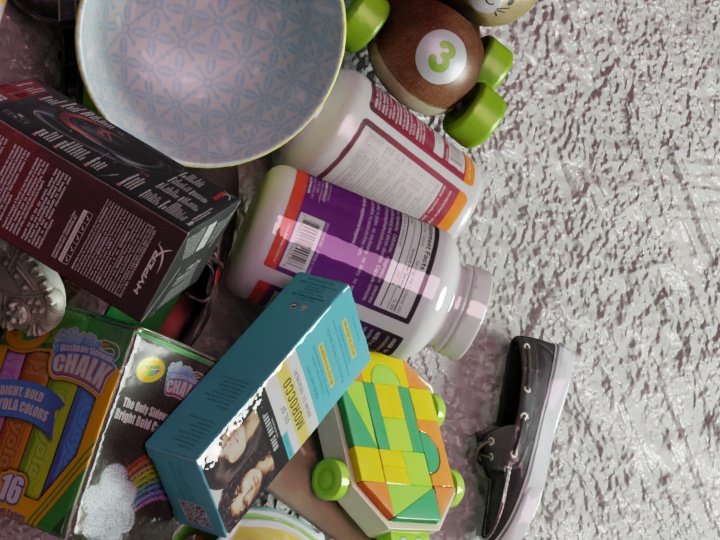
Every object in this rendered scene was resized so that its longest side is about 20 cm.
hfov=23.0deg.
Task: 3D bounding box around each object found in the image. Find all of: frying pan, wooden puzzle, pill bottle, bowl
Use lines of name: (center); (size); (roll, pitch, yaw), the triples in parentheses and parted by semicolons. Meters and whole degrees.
frying pan: (-0.236, -0.211, 1.357); (0.115, 0.031, 0.190); (17, 70, 10)
wooden puzzle: (-0.021, 0.132, 1.450); (0.185, 0.046, 0.200); (40, 40, -26)
pill bottle: (-0.003, -0.099, 1.478); (0.200, 0.110, 0.110); (36, 67, -24)
pill bottle: (0.000, 0.000, 1.419); (0.200, 0.112, 0.113); (22, 72, -9)
bowl: (-0.118, -0.186, 1.334); (0.200, 0.108, 0.201); (-4, 109, -12)

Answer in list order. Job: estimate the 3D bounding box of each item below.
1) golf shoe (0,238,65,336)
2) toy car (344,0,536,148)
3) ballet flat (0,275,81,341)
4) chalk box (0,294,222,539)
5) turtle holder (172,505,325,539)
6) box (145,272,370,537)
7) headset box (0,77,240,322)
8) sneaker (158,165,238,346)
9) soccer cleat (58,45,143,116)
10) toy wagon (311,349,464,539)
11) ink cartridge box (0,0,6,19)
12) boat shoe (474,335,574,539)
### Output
golf shoe: (-0.256, -0.033, 1.279); (0.097, 0.078, 0.200); (-15, 49, -44)
toy car: (0.100, -0.236, 1.489); (0.164, 0.200, 0.158); (38, 35, -18)
ballet flat: (-0.258, 0.035, 1.336); (0.200, 0.070, 0.065); (-50, 137, -24)
chalk box: (-0.189, 0.094, 1.288); (0.125, 0.124, 0.200); (32, 73, -55)
turtle holder: (-0.079, 0.250, 1.341); (0.141, 0.186, 0.132); (-41, 112, 0)
box: (-0.071, 0.095, 1.306); (0.200, 0.049, 0.082); (-50, 139, -36)
headset box: (-0.199, -0.059, 1.225); (0.200, 0.149, 0.075); (31, 104, 2)
sneaker: (-0.128, -0.013, 1.403); (0.077, 0.082, 0.200); (22, 73, -29)
soccer cleat: (-0.186, -0.128, 1.390); (0.081, 0.067, 0.200); (12, 63, -54)
toy wagon: (0.024, 0.159, 1.411); (0.155, 0.040, 0.200); (11, 57, -47)
ink cartridge box: (-0.328, -0.222, 1.286); (0.145, 0.083, 0.200); (20, 73, -17)
boat shoe: (0.132, 0.150, 1.565); (0.066, 0.070, 0.200); (22, 75, -11)
